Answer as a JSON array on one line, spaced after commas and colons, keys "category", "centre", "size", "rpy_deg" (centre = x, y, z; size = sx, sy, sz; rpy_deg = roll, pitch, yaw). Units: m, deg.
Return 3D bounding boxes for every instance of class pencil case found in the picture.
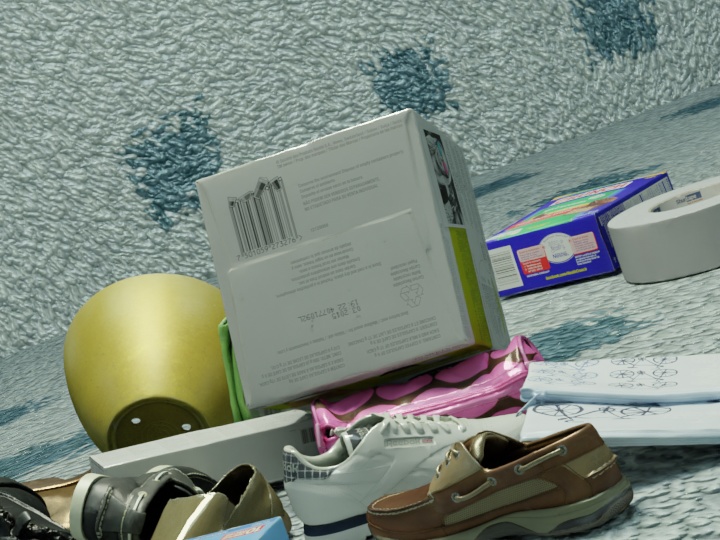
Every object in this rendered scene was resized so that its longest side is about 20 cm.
[{"category": "pencil case", "centre": [0.060, 0.115, 1.453], "size": [0.199, 0.091, 0.094], "rpy_deg": [-20, -25, 4]}]

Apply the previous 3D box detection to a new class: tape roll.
[{"category": "tape roll", "centre": [0.371, -0.051, 1.942], "size": [0.200, 0.066, 0.200], "rpy_deg": [-20, 6, 2]}]

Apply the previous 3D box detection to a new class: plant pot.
[{"category": "plant pot", "centre": [-0.196, 0.125, 1.762], "size": [0.199, 0.201, 0.142], "rpy_deg": [-18, 32, 7]}]

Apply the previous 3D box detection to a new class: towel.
[{"category": "towel", "centre": [-0.091, 0.099, 1.729], "size": [0.031, 0.150, 0.200], "rpy_deg": [-8, 11, 11]}]

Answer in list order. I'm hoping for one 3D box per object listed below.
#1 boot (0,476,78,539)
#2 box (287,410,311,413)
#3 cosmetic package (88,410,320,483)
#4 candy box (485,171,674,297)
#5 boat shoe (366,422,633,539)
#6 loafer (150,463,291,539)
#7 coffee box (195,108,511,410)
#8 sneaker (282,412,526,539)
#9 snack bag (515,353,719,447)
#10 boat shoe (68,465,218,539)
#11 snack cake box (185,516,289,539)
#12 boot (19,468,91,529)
[{"category": "boot", "centre": [-0.271, 0.220, 1.460], "size": [0.162, 0.074, 0.198], "rpy_deg": [19, -8, 29]}, {"category": "box", "centre": [0.023, 0.070, 1.708], "size": [0.199, 0.128, 0.109], "rpy_deg": [-18, 7, 14]}, {"category": "cosmetic package", "centre": [-0.132, 0.169, 1.579], "size": [0.199, 0.051, 0.083], "rpy_deg": [-11, 6, -17]}, {"category": "candy box", "centre": [0.265, -0.045, 2.130], "size": [0.169, 0.077, 0.200], "rpy_deg": [-14, 8, 37]}, {"category": "boat shoe", "centre": [0.088, 0.142, 1.215], "size": [0.199, 0.072, 0.076], "rpy_deg": [-15, 8, 31]}, {"category": "loafer", "centre": [-0.129, 0.205, 1.342], "size": [0.076, 0.068, 0.200], "rpy_deg": [-15, 8, 33]}, {"category": "coffee box", "centre": [0.000, 0.000, 1.547], "size": [0.199, 0.201, 0.198], "rpy_deg": [-17, -10, 14]}, {"category": "sneaker", "centre": [0.041, 0.139, 1.341], "size": [0.199, 0.081, 0.076], "rpy_deg": [-19, 5, -12]}, {"category": "snack bag", "centre": [0.207, 0.092, 1.299], "size": [0.188, 0.022, 0.200], "rpy_deg": [-2, 11, 11]}, {"category": "boat shoe", "centre": [-0.156, 0.195, 1.439], "size": [0.067, 0.072, 0.200], "rpy_deg": [3, -3, 22]}, {"category": "snack cake box", "centre": [-0.147, 0.233, 1.183], "size": [0.199, 0.067, 0.115], "rpy_deg": [-17, 7, 23]}, {"category": "boot", "centre": [-0.228, 0.215, 1.622], "size": [0.199, 0.074, 0.076], "rpy_deg": [-18, 34, -5]}]
